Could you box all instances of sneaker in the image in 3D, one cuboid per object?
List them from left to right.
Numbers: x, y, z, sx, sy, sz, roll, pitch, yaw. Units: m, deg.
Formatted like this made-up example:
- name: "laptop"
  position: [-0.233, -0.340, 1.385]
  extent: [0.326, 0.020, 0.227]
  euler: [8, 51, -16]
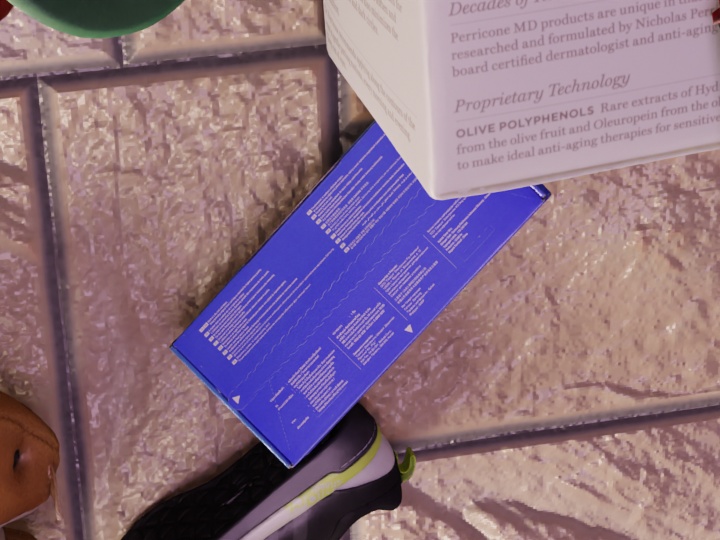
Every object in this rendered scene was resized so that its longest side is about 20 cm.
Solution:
- name: "sneaker"
  position: [-0.056, 0.156, 1.127]
  extent: [0.199, 0.072, 0.083]
  euler: [-34, 120, 4]

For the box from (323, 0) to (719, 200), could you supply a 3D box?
- name: "box"
  position: [0.091, -0.163, 0.932]
  extent: [0.198, 0.199, 0.173]
  euler: [-11, 118, -11]

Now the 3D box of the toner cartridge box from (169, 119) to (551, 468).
- name: "toner cartridge box"
  position: [0.000, 0.000, 1.057]
  extent: [0.095, 0.043, 0.200]
  euler: [44, 101, 4]

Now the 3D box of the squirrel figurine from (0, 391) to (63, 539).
- name: "squirrel figurine"
  position: [-0.245, 0.149, 1.041]
  extent: [0.198, 0.142, 0.188]
  euler: [8, 108, -21]

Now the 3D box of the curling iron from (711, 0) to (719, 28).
- name: "curling iron"
  position: [0.156, -0.112, 0.843]
  extent: [0.050, 0.025, 0.201]
  euler: [-44, 132, -38]

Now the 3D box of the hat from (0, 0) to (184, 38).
- name: "hat"
  position: [-0.180, -0.182, 0.957]
  extent: [0.200, 0.175, 0.166]
  euler: [-53, 122, -29]
